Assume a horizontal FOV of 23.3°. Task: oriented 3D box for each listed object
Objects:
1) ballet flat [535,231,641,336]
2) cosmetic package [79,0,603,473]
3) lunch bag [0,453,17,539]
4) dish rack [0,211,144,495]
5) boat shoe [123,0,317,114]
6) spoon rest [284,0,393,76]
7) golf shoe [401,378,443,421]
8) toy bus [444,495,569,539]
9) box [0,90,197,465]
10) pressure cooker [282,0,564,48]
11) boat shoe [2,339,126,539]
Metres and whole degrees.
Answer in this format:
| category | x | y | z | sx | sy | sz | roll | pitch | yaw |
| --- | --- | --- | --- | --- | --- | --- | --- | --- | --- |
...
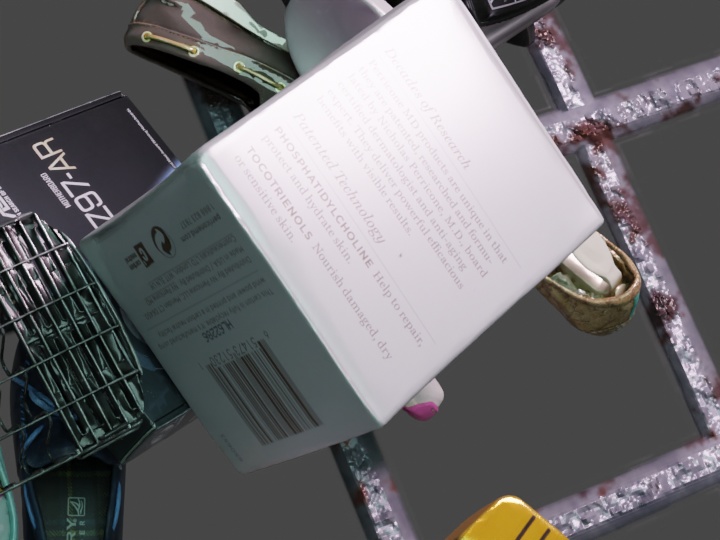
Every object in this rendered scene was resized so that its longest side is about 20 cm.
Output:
| category | x | y | z | sx | sy | sz | roll | pitch | yaw |
| --- | --- | --- | --- | --- | --- | --- | --- | --- | --- |
| ballet flat | 0.109 | -0.037 | 1.161 | 0.199 | 0.065 | 0.071 | 36 | 62 | -1 |
| cosmetic package | -0.012 | -0.021 | 0.967 | 0.200 | 0.167 | 0.167 | -39 | 97 | -34 |
| lunch bag | -0.280 | 0.098 | 0.984 | 0.159 | 0.077 | 0.202 | -12 | 76 | -19 |
| dish rack | -0.222 | 0.063 | 0.935 | 0.199 | 0.055 | 0.154 | -26 | 83 | -25 |
| boat shoe | -0.059 | -0.122 | 1.143 | 0.199 | 0.072 | 0.060 | 32 | 80 | -7 |
| spoon rest | 0.023 | -0.093 | 1.083 | 0.200 | 0.099 | 0.061 | 52 | 54 | -15 |
| golf shoe | 0.000 | 0.000 | 1.100 | 0.091 | 0.075 | 0.201 | -37 | 85 | 1 |
| toy bus | 0.044 | 0.228 | 1.047 | 0.078 | 0.065 | 0.200 | 40 | 65 | -1 |
| box | -0.144 | -0.002 | 1.049 | 0.200 | 0.044 | 0.160 | 51 | 38 | 8 |
| pressure cooker | 0.056 | -0.230 | 1.156 | 0.199 | 0.176 | 0.179 | -34 | 79 | -25 |
| boat shoe | -0.162 | 0.113 | 1.026 | 0.083 | 0.069 | 0.202 | -7 | 72 | -19 |
